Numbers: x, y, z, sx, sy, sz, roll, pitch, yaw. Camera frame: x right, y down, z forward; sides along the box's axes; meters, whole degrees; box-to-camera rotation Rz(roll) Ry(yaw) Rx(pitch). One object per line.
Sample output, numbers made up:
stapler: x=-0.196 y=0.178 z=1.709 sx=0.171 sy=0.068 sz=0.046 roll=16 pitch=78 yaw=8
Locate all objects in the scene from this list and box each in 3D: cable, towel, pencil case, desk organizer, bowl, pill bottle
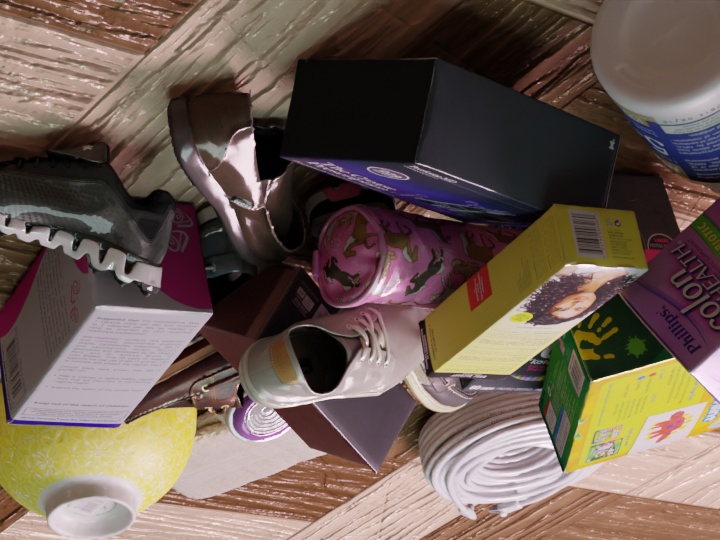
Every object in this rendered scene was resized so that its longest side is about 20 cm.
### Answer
cable: x=0.158 y=0.173 z=2.011 sx=0.199 sy=0.069 sz=0.200 roll=-22 pitch=150 yaw=17
towel: x=-0.118 y=0.166 z=1.929 sx=0.199 sy=0.035 sz=0.132 roll=-22 pitch=149 yaw=22
pencil case: x=0.058 y=-0.003 z=1.538 sx=0.199 sy=0.083 sz=0.087 roll=8 pitch=125 yaw=-42
desk organizer: x=-0.044 y=0.075 z=1.598 sx=0.077 sy=0.072 sz=0.200 roll=13 pitch=153 yaw=40
bowl: x=-0.244 y=0.176 z=1.793 sx=0.199 sy=0.108 sz=0.200 roll=-5 pitch=146 yaw=-3
pill bottle: x=0.250 y=-0.128 z=1.422 sx=0.119 sy=0.120 sz=0.200 roll=-22 pitch=151 yaw=19

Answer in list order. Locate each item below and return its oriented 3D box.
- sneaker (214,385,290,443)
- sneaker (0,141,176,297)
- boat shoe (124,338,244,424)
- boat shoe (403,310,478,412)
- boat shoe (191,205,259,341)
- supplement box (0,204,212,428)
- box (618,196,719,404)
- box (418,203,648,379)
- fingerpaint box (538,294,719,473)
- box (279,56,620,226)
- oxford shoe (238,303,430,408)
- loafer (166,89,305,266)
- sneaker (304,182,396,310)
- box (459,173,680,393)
sneaker: x=-0.049 y=0.089 z=1.787 sx=0.199 sy=0.100 sz=0.075 roll=-15 pitch=113 yaw=-29
sneaker: x=-0.221 y=-0.059 z=1.435 sx=0.199 sy=0.091 sz=0.066 roll=24 pitch=-179 yaw=-15
boat shoe: x=-0.116 y=0.085 z=1.684 sx=0.199 sy=0.071 sz=0.070 roll=-28 pitch=-173 yaw=8
boat shoe: x=0.067 y=0.070 z=1.778 sx=0.066 sy=0.072 sz=0.201 roll=-18 pitch=148 yaw=23
boat shoe: x=-0.128 y=0.019 z=1.614 sx=0.073 sy=0.062 sz=0.200 roll=0 pitch=151 yaw=-24
supplement box: x=-0.206 y=0.036 z=1.575 sx=0.103 sy=0.102 sz=0.200 roll=4 pitch=149 yaw=-28
box: x=0.318 y=0.013 z=1.438 sx=0.200 sy=0.097 sz=0.176 roll=-44 pitch=138 yaw=6
box: x=0.121 y=0.020 z=1.450 sx=0.075 sy=0.050 sz=0.200 roll=3 pitch=154 yaw=-27
fingerpaint box: x=0.241 y=0.077 z=1.629 sx=0.166 sy=0.074 sz=0.200 roll=-15 pitch=155 yaw=-8
box: x=0.065 y=-0.088 z=1.412 sx=0.200 sy=0.079 sz=0.141 roll=17 pitch=170 yaw=-43
oxford shoe: x=-0.005 y=0.060 z=1.521 sx=0.200 sy=0.075 sz=0.058 roll=-14 pitch=169 yaw=-46
loafer: x=-0.075 y=-0.065 z=1.464 sx=0.071 sy=0.073 sz=0.200 roll=-16 pitch=152 yaw=11
sneaker: x=0.000 y=0.000 z=1.602 sx=0.073 sy=0.088 sz=0.200 roll=-9 pitch=152 yaw=-4
box: x=0.168 y=0.013 z=1.670 sx=0.122 sy=0.106 sz=0.200 roll=2 pitch=149 yaw=-29
